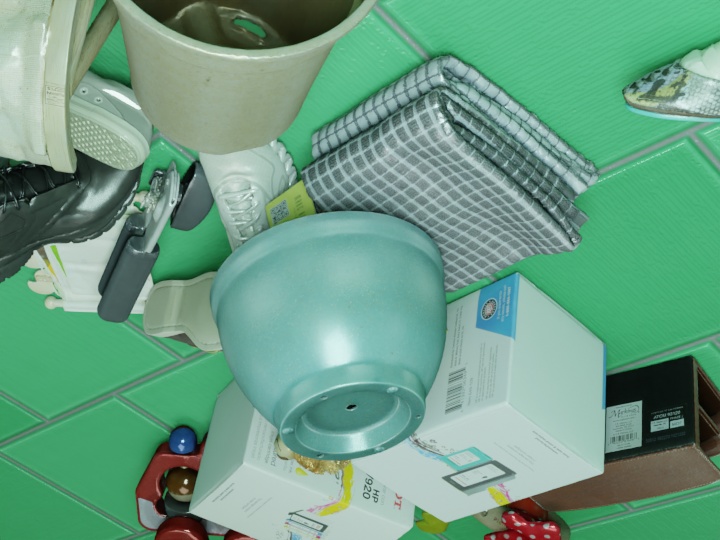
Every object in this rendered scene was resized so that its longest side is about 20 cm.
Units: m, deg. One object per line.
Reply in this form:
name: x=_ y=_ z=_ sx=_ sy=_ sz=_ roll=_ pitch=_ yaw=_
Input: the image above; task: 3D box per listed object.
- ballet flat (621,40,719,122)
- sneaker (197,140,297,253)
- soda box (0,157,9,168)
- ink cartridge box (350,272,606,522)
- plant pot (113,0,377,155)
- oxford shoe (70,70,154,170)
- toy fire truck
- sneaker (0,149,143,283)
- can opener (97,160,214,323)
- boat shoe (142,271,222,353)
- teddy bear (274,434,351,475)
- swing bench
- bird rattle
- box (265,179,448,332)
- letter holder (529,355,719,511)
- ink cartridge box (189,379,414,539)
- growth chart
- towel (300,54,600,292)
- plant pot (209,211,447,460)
ballet flat: x=0.294 y=-0.140 z=0.960 sx=0.198 sy=0.073 sz=0.072 roll=8 pitch=143 yaw=3
sneaker: x=-0.090 y=-0.050 z=1.140 sx=0.074 sy=0.082 sz=0.201 roll=-4 pitch=139 yaw=21
soda box: x=-0.355 y=-0.073 z=1.180 sx=0.063 sy=0.069 sz=0.201 roll=13 pitch=142 yaw=-4
ink cartridge box: x=0.114 y=0.128 z=1.264 sx=0.199 sy=0.148 sz=0.146 roll=-26 pitch=131 yaw=39
plant pot: x=-0.092 y=-0.181 z=0.903 sx=0.198 sy=0.202 sz=0.184 roll=14 pitch=153 yaw=-5
oxford shoe: x=-0.252 y=-0.152 z=1.071 sx=0.199 sy=0.058 sz=0.075 roll=29 pitch=148 yaw=1
toy fire truck: x=-0.166 y=0.256 z=1.543 sx=0.197 sy=0.112 sz=0.170 roll=5 pitch=118 yaw=6
sneaker: x=-0.276 y=-0.059 z=1.112 sx=0.199 sy=0.076 sz=0.091 roll=-33 pitch=151 yaw=-5
can opener: x=-0.191 y=-0.022 z=1.198 sx=0.066 sy=0.053 sz=0.200 roll=16 pitch=136 yaw=-24
boat shoe: x=-0.136 y=0.043 z=1.228 sx=0.059 sy=0.073 sz=0.199 roll=17 pitch=169 yaw=-34
teddy bear: x=-0.072 y=0.104 z=1.256 sx=0.066 sy=0.145 sz=0.202 roll=-23 pitch=115 yaw=-23
swing bench: x=-0.274 y=-0.191 z=0.902 sx=0.196 sy=0.202 sz=0.130 roll=9 pitch=143 yaw=1
bird rattle: x=0.167 y=0.264 z=1.435 sx=0.199 sy=0.114 sz=0.162 roll=18 pitch=-176 yaw=42
box: x=0.000 y=0.000 z=1.150 sx=0.050 sy=0.076 sz=0.200 roll=-32 pitch=141 yaw=20
letter holder: x=0.276 y=0.185 z=1.340 sx=0.198 sy=0.101 sz=0.142 roll=-17 pitch=137 yaw=31
ink cartridge box: x=-0.054 y=0.204 z=1.399 sx=0.198 sy=0.148 sz=0.145 roll=25 pitch=140 yaw=-19
growth chart: x=-0.264 y=-0.016 z=1.273 sx=0.143 sy=0.018 sz=0.201 roll=8 pitch=142 yaw=4
towel: x=0.074 y=-0.067 z=1.075 sx=0.199 sy=0.086 sz=0.165 roll=34 pitch=137 yaw=-28
plant pot: x=-0.016 y=0.067 z=1.058 sx=0.198 sy=0.135 sz=0.201 roll=-8 pitch=144 yaw=-6
